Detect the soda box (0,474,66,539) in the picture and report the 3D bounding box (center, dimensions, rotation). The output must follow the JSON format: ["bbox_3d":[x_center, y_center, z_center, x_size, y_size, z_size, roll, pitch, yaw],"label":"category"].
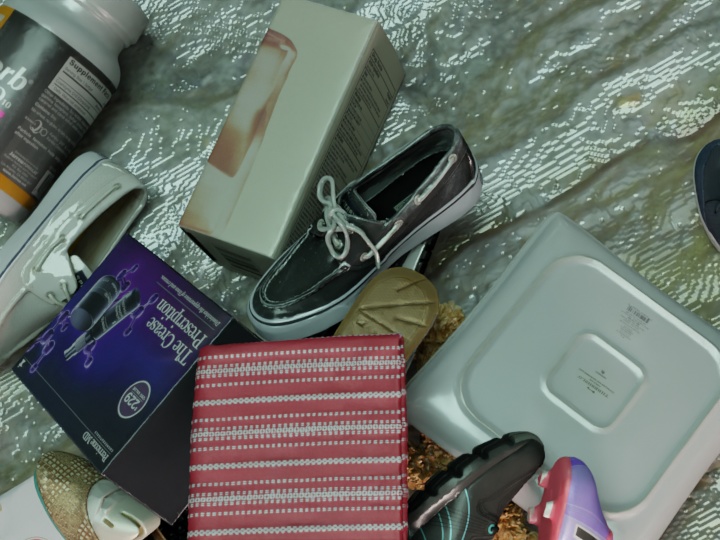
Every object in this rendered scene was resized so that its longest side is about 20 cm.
[{"bbox_3d":[-0.205,0.248,1.223,0.068,0.064,0.200,-31,70,21],"label":"soda box"}]

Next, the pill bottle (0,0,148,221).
[{"bbox_3d":[-0.266,-0.149,1.363,0.116,0.116,0.200,31,82,23],"label":"pill bottle"}]

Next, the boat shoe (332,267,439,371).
[{"bbox_3d":[-0.014,0.090,1.163,0.071,0.069,0.200,38,75,15],"label":"boat shoe"}]

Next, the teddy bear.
[{"bbox_3d":[0.078,0.116,1.191,0.145,0.067,0.200,21,74,0],"label":"teddy bear"}]

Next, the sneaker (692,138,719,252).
[{"bbox_3d":[0.280,-0.026,1.152,0.077,0.146,0.203,-25,66,8],"label":"sneaker"}]

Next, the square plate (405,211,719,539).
[{"bbox_3d":[0.159,0.079,1.169,0.200,0.028,0.198,37,70,11],"label":"square plate"}]

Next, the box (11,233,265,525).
[{"bbox_3d":[-0.154,0.073,1.228,0.141,0.079,0.200,-53,34,-4],"label":"box"}]

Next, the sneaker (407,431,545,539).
[{"bbox_3d":[0.049,0.185,1.102,0.200,0.075,0.079,-40,89,-6],"label":"sneaker"}]

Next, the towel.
[{"bbox_3d":[-0.039,0.139,1.076,0.144,0.022,0.200,-4,67,10],"label":"towel"}]

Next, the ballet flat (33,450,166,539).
[{"bbox_3d":[-0.153,0.203,1.202,0.065,0.071,0.200,-31,99,38],"label":"ballet flat"}]

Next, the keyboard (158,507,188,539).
[{"bbox_3d":[-0.138,0.164,1.262,0.200,0.040,0.104,-39,67,-1],"label":"keyboard"}]

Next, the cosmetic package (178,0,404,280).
[{"bbox_3d":[-0.050,-0.095,1.292,0.087,0.103,0.200,20,77,20],"label":"cosmetic package"}]

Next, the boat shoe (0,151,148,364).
[{"bbox_3d":[-0.238,0.002,1.332,0.070,0.071,0.200,28,75,25],"label":"boat shoe"}]

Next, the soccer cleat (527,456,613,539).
[{"bbox_3d":[0.147,0.210,1.109,0.076,0.067,0.200,2,113,0],"label":"soccer cleat"}]

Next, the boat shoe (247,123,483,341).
[{"bbox_3d":[-0.002,-0.029,1.189,0.199,0.068,0.074,-33,53,-3],"label":"boat shoe"}]

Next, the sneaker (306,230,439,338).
[{"bbox_3d":[0.000,0.000,1.248,0.087,0.076,0.200,22,78,5],"label":"sneaker"}]
